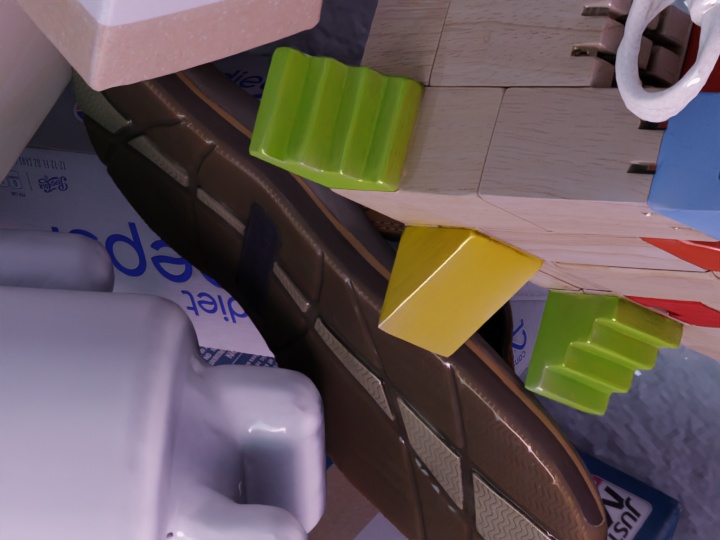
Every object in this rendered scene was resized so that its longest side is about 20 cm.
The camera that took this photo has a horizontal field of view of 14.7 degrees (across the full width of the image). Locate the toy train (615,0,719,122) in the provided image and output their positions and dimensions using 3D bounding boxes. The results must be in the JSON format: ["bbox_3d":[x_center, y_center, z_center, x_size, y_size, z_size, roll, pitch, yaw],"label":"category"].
[{"bbox_3d":[0.096,-0.129,0.568,0.055,0.201,0.150,14,147,-28],"label":"toy train"}]

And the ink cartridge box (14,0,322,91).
[{"bbox_3d":[-0.065,-0.172,0.668,0.165,0.075,0.200,48,141,29],"label":"ink cartridge box"}]

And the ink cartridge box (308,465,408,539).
[{"bbox_3d":[0.065,0.161,0.784,0.199,0.075,0.165,14,132,32],"label":"ink cartridge box"}]

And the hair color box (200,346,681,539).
[{"bbox_3d":[-0.007,0.078,0.886,0.199,0.061,0.100,28,137,16],"label":"hair color box"}]

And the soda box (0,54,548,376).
[{"bbox_3d":[-0.032,-0.020,0.821,0.199,0.063,0.068,6,126,33],"label":"soda box"}]

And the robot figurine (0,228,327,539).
[{"bbox_3d":[-0.110,0.060,0.721,0.199,0.170,0.113,4,143,3],"label":"robot figurine"}]

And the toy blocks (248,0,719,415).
[{"bbox_3d":[0.096,-0.016,0.634,0.200,0.100,0.136,23,168,-40],"label":"toy blocks"}]

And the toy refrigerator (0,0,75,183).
[{"bbox_3d":[-0.170,-0.062,0.809,0.199,0.076,0.070,2,142,43],"label":"toy refrigerator"}]

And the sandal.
[{"bbox_3d":[0.000,0.000,0.732,0.200,0.055,0.082,47,151,18],"label":"sandal"}]
